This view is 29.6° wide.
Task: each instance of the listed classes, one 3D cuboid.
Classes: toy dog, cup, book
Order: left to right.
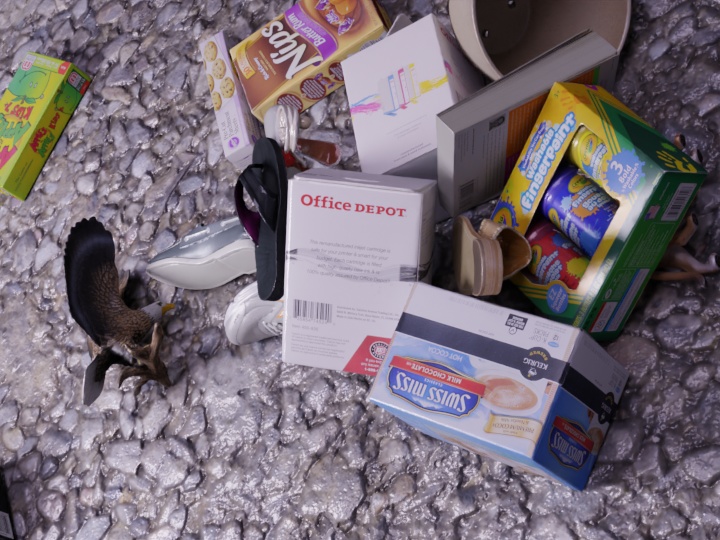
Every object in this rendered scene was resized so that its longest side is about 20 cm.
[{"bbox_3d":[-0.050,-0.097,1.577,0.132,0.096,0.202,180,85,-72],"label":"toy dog"},{"bbox_3d":[0.176,-0.290,1.500,0.201,0.200,0.143,-58,24,-7],"label":"cup"},{"bbox_3d":[0.169,-0.147,1.401,0.199,0.134,0.048,-29,56,-18],"label":"book"}]

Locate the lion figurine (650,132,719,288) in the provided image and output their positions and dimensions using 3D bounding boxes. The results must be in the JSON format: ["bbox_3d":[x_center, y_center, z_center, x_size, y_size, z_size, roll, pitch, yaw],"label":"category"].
[{"bbox_3d":[0.287,-0.063,1.373,0.122,0.072,0.201,-18,62,36],"label":"lion figurine"}]

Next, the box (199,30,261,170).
[{"bbox_3d":[-0.166,-0.221,1.750,0.041,0.039,0.201,-28,55,18],"label":"box"}]

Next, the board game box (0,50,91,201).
[{"bbox_3d":[-0.473,-0.206,1.925,0.101,0.048,0.201,19,77,36],"label":"board game box"}]

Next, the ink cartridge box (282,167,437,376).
[{"bbox_3d":[0.000,0.000,1.426,0.146,0.083,0.202,8,105,15],"label":"ink cartridge box"}]

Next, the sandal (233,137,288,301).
[{"bbox_3d":[-0.111,-0.064,1.515,0.075,0.048,0.202,-45,44,52],"label":"sandal"}]

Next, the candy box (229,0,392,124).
[{"bbox_3d":[-0.059,-0.278,1.704,0.199,0.056,0.117,-33,54,15],"label":"candy box"}]

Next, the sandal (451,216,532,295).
[{"bbox_3d":[0.137,-0.011,1.345,0.069,0.212,0.078,-1,97,-3],"label":"sandal"}]

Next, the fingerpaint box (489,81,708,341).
[{"bbox_3d":[0.223,-0.058,1.351,0.167,0.073,0.201,49,126,38],"label":"fingerpaint box"}]

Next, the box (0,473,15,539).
[{"bbox_3d":[-0.546,0.311,1.640,0.199,0.148,0.125,-32,55,13],"label":"box"}]

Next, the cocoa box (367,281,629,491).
[{"bbox_3d":[0.134,0.113,1.334,0.199,0.133,0.132,16,78,36],"label":"cocoa box"}]

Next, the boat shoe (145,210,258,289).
[{"bbox_3d":[-0.176,-0.025,1.628,0.199,0.073,0.062,-14,56,39],"label":"boat shoe"}]

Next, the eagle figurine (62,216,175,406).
[{"bbox_3d":[-0.296,0.057,1.635,0.200,0.151,0.152,46,113,28],"label":"eagle figurine"}]

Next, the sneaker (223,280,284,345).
[{"bbox_3d":[-0.065,0.046,1.533,0.199,0.076,0.092,-29,59,18],"label":"sneaker"}]

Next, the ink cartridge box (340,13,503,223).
[{"bbox_3d":[0.070,-0.174,1.525,0.125,0.128,0.201,-24,55,21],"label":"ink cartridge box"}]
